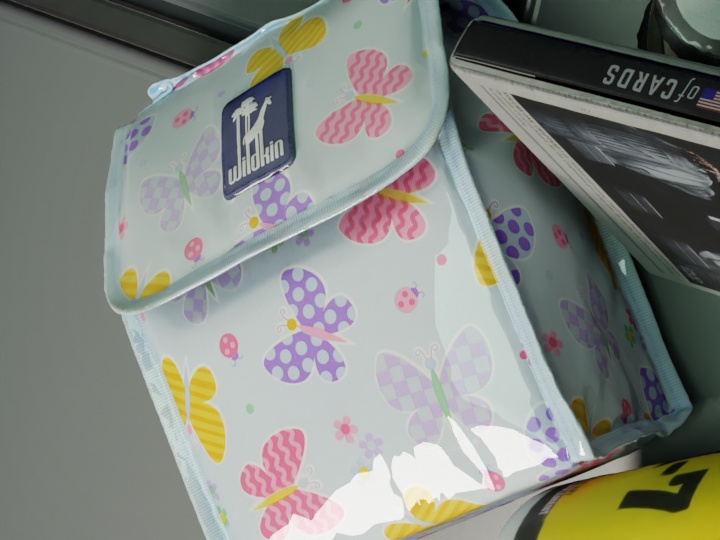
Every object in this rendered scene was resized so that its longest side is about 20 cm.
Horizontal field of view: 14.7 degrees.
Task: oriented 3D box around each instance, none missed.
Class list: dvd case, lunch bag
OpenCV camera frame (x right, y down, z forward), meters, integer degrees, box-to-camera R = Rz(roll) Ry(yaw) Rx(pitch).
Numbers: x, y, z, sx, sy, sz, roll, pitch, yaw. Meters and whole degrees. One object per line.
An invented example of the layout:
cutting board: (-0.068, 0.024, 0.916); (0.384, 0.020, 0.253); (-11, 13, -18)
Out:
dvd case: (0.142, -0.019, 0.913); (0.200, 0.150, 0.025); (20, 74, 43)
lunch bag: (0.000, 0.000, 1.038); (0.169, 0.127, 0.201); (-24, 82, 29)

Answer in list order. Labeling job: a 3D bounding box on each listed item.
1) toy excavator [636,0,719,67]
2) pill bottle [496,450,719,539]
toy excavator: (0.195, -0.079, 0.933); (0.199, 0.100, 0.195); (2, 83, 2)
pill bottle: (0.150, 0.115, 0.966); (0.199, 0.114, 0.115); (-16, 92, 40)
